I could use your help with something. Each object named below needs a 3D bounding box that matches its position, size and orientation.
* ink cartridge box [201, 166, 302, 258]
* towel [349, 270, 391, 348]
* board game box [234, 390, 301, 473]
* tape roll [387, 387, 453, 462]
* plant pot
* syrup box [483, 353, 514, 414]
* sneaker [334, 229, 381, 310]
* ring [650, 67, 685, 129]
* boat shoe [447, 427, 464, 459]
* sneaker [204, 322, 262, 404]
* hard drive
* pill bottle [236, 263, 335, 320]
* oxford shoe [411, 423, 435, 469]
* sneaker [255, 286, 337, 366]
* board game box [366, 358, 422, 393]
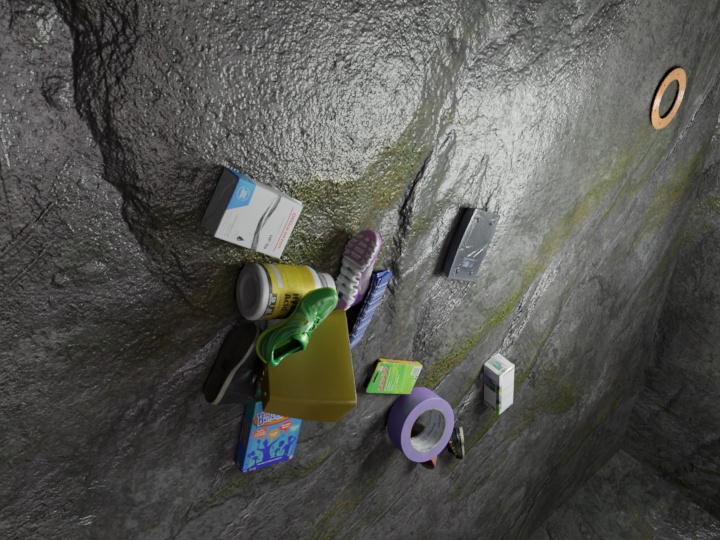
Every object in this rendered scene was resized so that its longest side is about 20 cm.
[{"bbox_3d":[-0.190,-0.102,1.085,0.197,0.067,0.118,19,102,-46],"label":"ink cartridge box"},{"bbox_3d":[0.018,0.094,1.380,0.204,0.023,0.145,-65,169,10],"label":"towel"},{"bbox_3d":[-0.215,0.379,1.366,0.149,0.045,0.205,-4,116,-40],"label":"board game box"},{"bbox_3d":[0.183,0.466,1.709,0.195,0.084,0.207,-8,106,-29],"label":"tape roll"},{"bbox_3d":[-0.125,0.216,1.215,0.171,0.206,0.201,-2,157,-18],"label":"plant pot"},{"bbox_3d":[0.486,0.399,1.981,0.080,0.078,0.204,-30,131,-24],"label":"syrup box"},{"bbox_3d":[0.000,0.000,1.317,0.087,0.080,0.204,3,117,-49],"label":"sneaker"},{"bbox_3d":[1.061,-0.594,1.948,0.197,0.019,0.206,-21,127,-30],"label":"ring"},{"bbox_3d":[0.336,0.613,1.991,0.061,0.075,0.204,-10,141,6],"label":"boat shoe"},{"bbox_3d":[-0.250,0.202,1.219,0.105,0.075,0.202,18,111,-50],"label":"sneaker"},{"bbox_3d":[0.305,-0.072,1.564,0.133,0.042,0.205,6,110,-44],"label":"hard drive"},{"bbox_3d":[-0.151,0.044,1.177,0.196,0.111,0.114,1,114,-42],"label":"pill bottle"},{"bbox_3d":[0.211,0.564,1.860,0.075,0.069,0.204,-58,142,-45],"label":"oxford shoe"},{"bbox_3d":[-0.114,0.116,1.112,0.199,0.083,0.075,-42,133,-8],"label":"sneaker"},{"bbox_3d":[0.094,0.305,1.612,0.197,0.030,0.098,13,105,-48],"label":"board game box"}]
